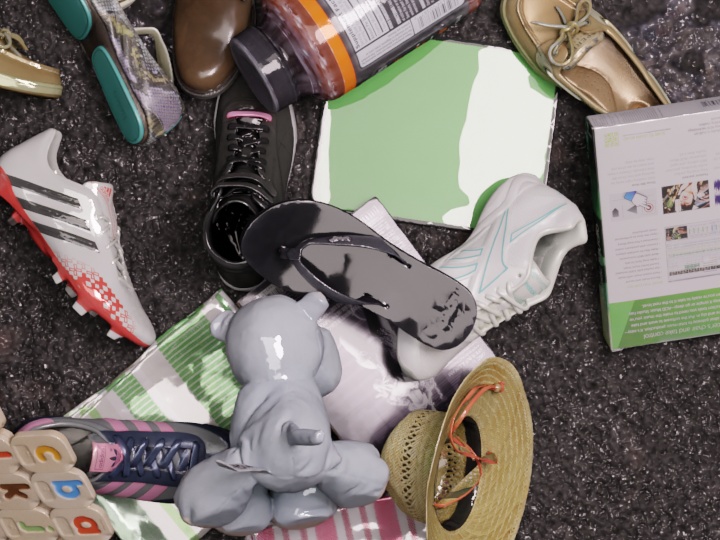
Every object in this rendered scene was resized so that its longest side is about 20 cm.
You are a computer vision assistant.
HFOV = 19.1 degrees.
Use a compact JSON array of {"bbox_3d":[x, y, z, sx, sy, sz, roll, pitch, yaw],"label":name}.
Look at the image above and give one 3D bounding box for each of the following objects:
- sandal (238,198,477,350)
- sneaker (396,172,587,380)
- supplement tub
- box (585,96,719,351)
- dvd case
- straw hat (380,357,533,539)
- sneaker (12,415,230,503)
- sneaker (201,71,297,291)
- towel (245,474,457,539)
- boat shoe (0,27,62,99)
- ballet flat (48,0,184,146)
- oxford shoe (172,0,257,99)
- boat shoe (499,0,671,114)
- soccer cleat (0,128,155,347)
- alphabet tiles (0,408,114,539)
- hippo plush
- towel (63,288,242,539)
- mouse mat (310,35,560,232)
[{"bbox_3d":[0.001,0.000,1.692,0.199,0.043,0.076,21,96,-1],"label":"sandal"},{"bbox_3d":[0.105,0.011,1.740,0.080,0.070,0.201,32,80,40],"label":"sneaker"},{"bbox_3d":[-0.007,-0.210,1.742,0.200,0.107,0.107,-33,89,-10],"label":"supplement tub"},{"bbox_3d":[0.264,-0.039,1.754,0.143,0.036,0.201,-8,111,-2],"label":"box"},{"bbox_3d":[0.015,0.062,1.780,0.148,0.016,0.200,-38,91,-10],"label":"dvd case"},{"bbox_3d":[0.062,0.160,1.725,0.085,0.201,0.202,10,88,28],"label":"straw hat"},{"bbox_3d":[-0.187,0.155,1.727,0.199,0.082,0.071,1,88,-2],"label":"sneaker"},{"bbox_3d":[-0.090,-0.085,1.751,0.070,0.099,0.201,3,87,0],"label":"sneaker"},{"bbox_3d":[0.015,0.260,1.777,0.199,0.030,0.147,-14,89,-2],"label":"towel"},{"bbox_3d":[-0.334,-0.198,1.763,0.200,0.073,0.063,23,92,7],"label":"boat shoe"},{"bbox_3d":[-0.206,-0.201,1.775,0.072,0.072,0.201,-29,89,-2],"label":"ballet flat"},{"bbox_3d":[-0.119,-0.242,1.753,0.072,0.084,0.201,9,83,7],"label":"oxford shoe"},{"bbox_3d":[0.200,-0.170,1.776,0.200,0.063,0.073,42,85,-3],"label":"boat shoe"},{"bbox_3d":[-0.224,-0.027,1.762,0.085,0.069,0.200,-40,85,2],"label":"soccer cleat"},{"bbox_3d":[-0.300,0.174,1.708,0.195,0.015,0.201,-5,128,23],"label":"alphabet tiles"},{"bbox_3d":[-0.080,0.108,1.680,0.159,0.200,0.162,-19,65,14],"label":"hippo plush"},{"bbox_3d":[-0.146,0.133,1.780,0.200,0.023,0.153,-41,90,-3],"label":"towel"},{"bbox_3d":[0.064,-0.117,1.802,0.199,0.008,0.162,8,88,-2],"label":"mouse mat"}]
